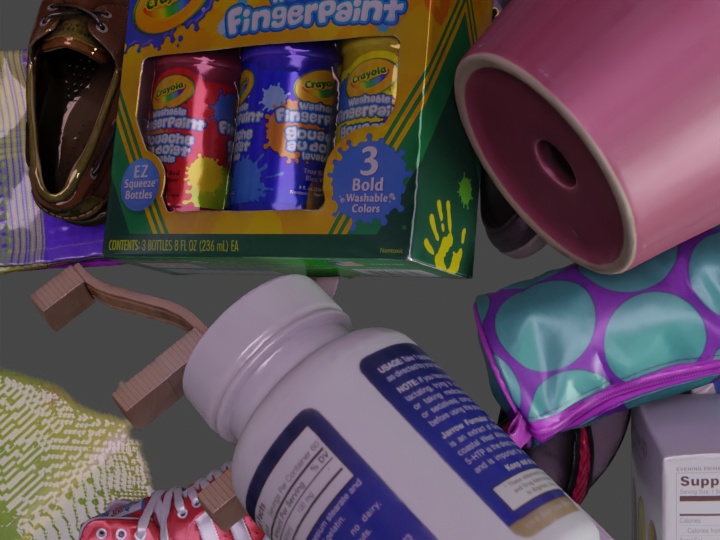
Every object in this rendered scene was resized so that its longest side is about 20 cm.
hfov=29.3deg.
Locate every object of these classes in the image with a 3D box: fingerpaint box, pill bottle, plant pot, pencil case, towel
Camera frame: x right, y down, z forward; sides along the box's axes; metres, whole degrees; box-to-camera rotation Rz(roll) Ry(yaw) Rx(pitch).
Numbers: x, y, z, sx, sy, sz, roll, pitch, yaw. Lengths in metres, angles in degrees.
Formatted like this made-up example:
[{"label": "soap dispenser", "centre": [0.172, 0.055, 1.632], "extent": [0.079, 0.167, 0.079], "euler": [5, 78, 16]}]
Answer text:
[{"label": "fingerpaint box", "centre": [-0.036, -0.083, 0.743], "extent": [0.199, 0.073, 0.168], "euler": [2, 82, 31]}, {"label": "pill bottle", "centre": [0.007, 0.099, 0.674], "extent": [0.120, 0.120, 0.200], "euler": [-44, 66, -2]}, {"label": "plant pot", "centre": [0.152, -0.102, 0.671], "extent": [0.179, 0.200, 0.200], "euler": [-37, 83, -14]}, {"label": "pencil case", "centre": [0.161, 0.028, 0.706], "extent": [0.199, 0.085, 0.093], "euler": [-17, 49, 5]}, {"label": "towel", "centre": [-0.151, -0.075, 0.838], "extent": [0.199, 0.023, 0.145], "euler": [-6, 84, 3]}]

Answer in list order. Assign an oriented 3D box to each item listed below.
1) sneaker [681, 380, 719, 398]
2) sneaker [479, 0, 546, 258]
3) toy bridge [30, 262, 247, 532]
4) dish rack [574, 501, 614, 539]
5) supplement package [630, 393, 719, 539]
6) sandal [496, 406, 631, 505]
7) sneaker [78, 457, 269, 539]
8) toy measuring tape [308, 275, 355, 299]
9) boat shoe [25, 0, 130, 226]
[{"label": "sneaker", "centre": [0.186, -0.025, 0.794], "extent": [0.089, 0.079, 0.201], "euler": [-20, 89, -10]}, {"label": "sneaker", "centre": [0.074, -0.112, 0.776], "extent": [0.106, 0.075, 0.201], "euler": [20, 69, -30]}, {"label": "toy bridge", "centre": [-0.108, 0.060, 0.780], "extent": [0.067, 0.027, 0.200], "euler": [-39, 58, -14]}, {"label": "dish rack", "centre": [0.035, 0.188, 0.743], "extent": [0.172, 0.043, 0.200], "euler": [42, 102, 27]}, {"label": "supplement package", "centre": [0.202, 0.174, 0.719], "extent": [0.109, 0.114, 0.201], "euler": [-2, 99, 3]}, {"label": "sandal", "centre": [0.097, 0.120, 0.789], "extent": [0.075, 0.045, 0.201], "euler": [28, 86, 6]}, {"label": "sneaker", "centre": [-0.088, 0.131, 0.786], "extent": [0.112, 0.071, 0.201], "euler": [30, 88, 3]}, {"label": "toy measuring tape", "centre": [0.000, 0.000, 0.794], "extent": [0.073, 0.074, 0.201], "euler": [20, 83, 5]}, {"label": "boat shoe", "centre": [-0.155, -0.128, 0.799], "extent": [0.071, 0.068, 0.201], "euler": [0, 83, 6]}]
